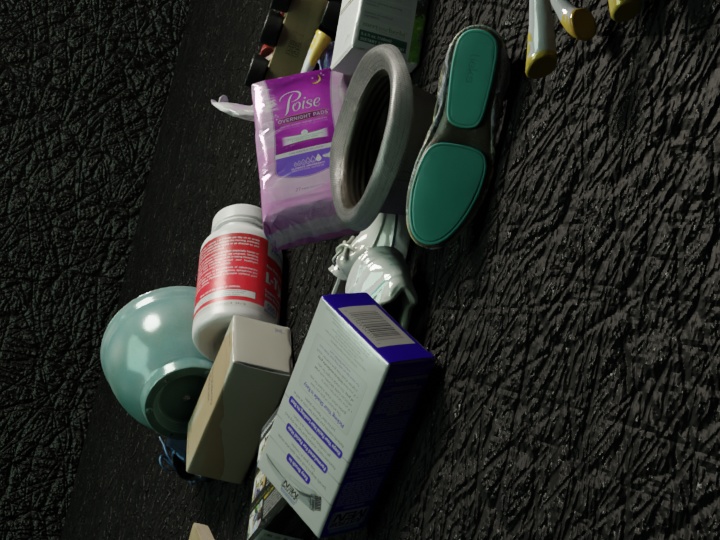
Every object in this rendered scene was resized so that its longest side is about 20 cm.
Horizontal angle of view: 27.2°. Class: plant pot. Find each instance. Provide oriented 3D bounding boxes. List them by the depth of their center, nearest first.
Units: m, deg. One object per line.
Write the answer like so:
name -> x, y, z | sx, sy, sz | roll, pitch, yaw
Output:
plant pot -> -0.239, 0.141, 1.986 | 0.134, 0.200, 0.201 | -117, 43, -54

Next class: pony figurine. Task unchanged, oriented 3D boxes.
pony figurine -> 0.149, -0.275, 1.100 | 0.193, 0.166, 0.201 | 118, 144, -55
pony figurine -> -0.073, -0.188, 1.804 | 0.200, 0.166, 0.193 | -58, 28, 5

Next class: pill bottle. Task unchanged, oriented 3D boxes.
pill bottle -> -0.158, 0.015, 1.943 | 0.112, 0.112, 0.201 | 122, 156, -46

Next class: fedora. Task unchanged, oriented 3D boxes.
fedora -> 0.040, -0.119, 1.423 | 0.200, 0.090, 0.177 | -119, 45, -67

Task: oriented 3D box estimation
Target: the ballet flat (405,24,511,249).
ballet flat -> 0.092, -0.115, 1.319 | 0.072, 0.072, 0.201 | -159, 83, -74

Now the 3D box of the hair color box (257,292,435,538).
hair color box -> -0.016, 0.133, 1.372 | 0.109, 0.065, 0.201 | 44, 122, 38

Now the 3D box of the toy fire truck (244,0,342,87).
toy fire truck -> -0.100, -0.344, 2.066 | 0.200, 0.128, 0.177 | -83, 12, -65

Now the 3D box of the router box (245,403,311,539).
router box -> -0.063, 0.201, 1.573 | 0.200, 0.051, 0.150 | 127, 154, -54

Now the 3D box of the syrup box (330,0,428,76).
syrup box -> 0.029, -0.314, 1.644 | 0.081, 0.078, 0.201 | 147, 135, -67

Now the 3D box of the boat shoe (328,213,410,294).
boat shoe -> 0.000, 0.000, 1.502 | 0.072, 0.065, 0.201 | -122, 48, -68

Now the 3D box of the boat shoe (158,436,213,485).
boat shoe -> -0.241, 0.258, 2.067 | 0.069, 0.084, 0.200 | -69, 12, -11

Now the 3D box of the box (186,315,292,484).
box -> -0.153, 0.163, 1.861 | 0.095, 0.077, 0.200 | -96, 26, -52

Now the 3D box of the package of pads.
package of pads -> -0.052, -0.125, 1.640 | 0.076, 0.120, 0.201 | 68, -167, -58

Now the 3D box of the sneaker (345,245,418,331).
sneaker -> 0.000, 0.079, 1.434 | 0.080, 0.070, 0.201 | -122, 47, -59

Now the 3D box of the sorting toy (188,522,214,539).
sorting toy -> -0.172, 0.423, 1.725 | 0.200, 0.069, 0.200 | -150, 74, -73
